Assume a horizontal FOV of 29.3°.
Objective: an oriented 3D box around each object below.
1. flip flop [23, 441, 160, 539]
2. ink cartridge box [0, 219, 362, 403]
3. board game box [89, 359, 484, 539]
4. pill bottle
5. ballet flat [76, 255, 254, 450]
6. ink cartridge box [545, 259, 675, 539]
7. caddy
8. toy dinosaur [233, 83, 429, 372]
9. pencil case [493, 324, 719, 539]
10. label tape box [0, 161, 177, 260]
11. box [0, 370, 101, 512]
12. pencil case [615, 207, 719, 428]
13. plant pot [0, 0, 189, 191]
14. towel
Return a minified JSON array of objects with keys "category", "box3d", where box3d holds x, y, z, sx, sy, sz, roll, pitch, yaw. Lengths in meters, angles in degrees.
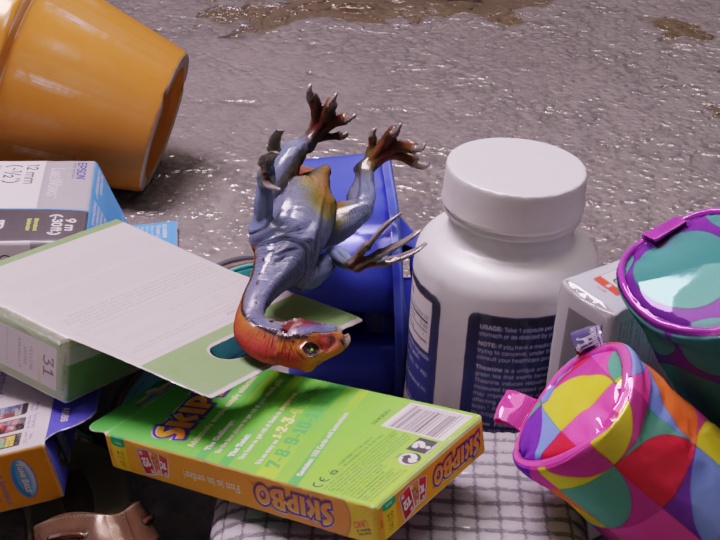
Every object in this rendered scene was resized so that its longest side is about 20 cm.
[{"category":"flip flop","box3d":[-0.141,0.144,0.746,0.080,0.058,0.200,-8,30,-19]},{"category":"ink cartridge box","box3d":[-0.120,0.034,0.797,0.198,0.049,0.145,22,27,28]},{"category":"board game box","box3d":[-0.043,0.087,0.719,0.198,0.030,0.095,11,29,36]},{"category":"pill bottle","box3d":[0.084,0.029,0.829,0.109,0.202,0.111,2,28,-1]},{"category":"ballet flat","box3d":[-0.126,0.050,0.914,0.072,0.074,0.200,15,37,22]},{"category":"ink cartridge box","box3d":[0.191,0.057,0.828,0.198,0.164,0.050,-20,37,-37]},{"category":"caddy","box3d":[0.000,0.000,0.939,0.103,0.143,0.201,-2,29,-2]},{"category":"toy dinosaur","box3d":[-0.027,-0.013,0.792,0.104,0.200,0.183,31,63,-5]},{"category":"pencil case","box3d":[0.163,0.118,0.696,0.200,0.088,0.089,41,22,-18]},{"category":"label tape box","box3d":[-0.239,-0.029,1.050,0.197,0.067,0.144,-2,29,-6]},{"category":"box","box3d":[-0.241,0.099,0.789,0.197,0.042,0.119,-12,27,1]},{"category":"pencil case","box3d":[0.206,0.052,0.738,0.084,0.201,0.093,-25,44,11]},{"category":"plant pot","box3d":[-0.250,-0.157,1.174,0.181,0.202,0.201,19,28,-2]},{"category":"towel","box3d":[0.020,0.154,0.722,0.197,0.087,0.166,1,27,0]}]
